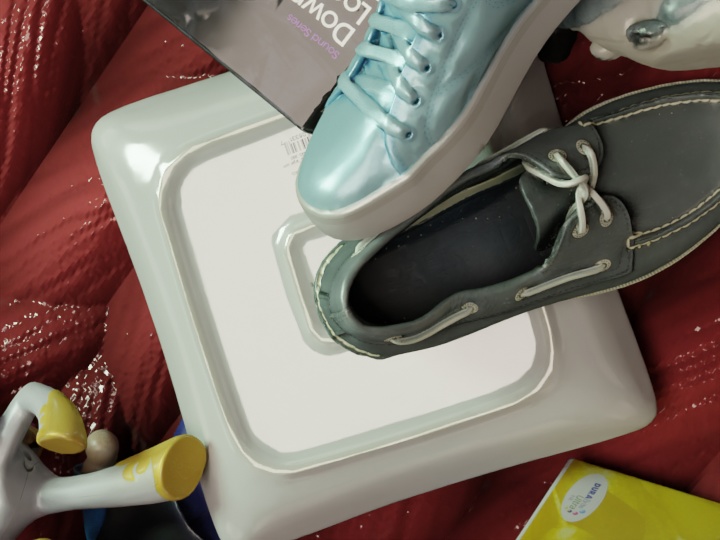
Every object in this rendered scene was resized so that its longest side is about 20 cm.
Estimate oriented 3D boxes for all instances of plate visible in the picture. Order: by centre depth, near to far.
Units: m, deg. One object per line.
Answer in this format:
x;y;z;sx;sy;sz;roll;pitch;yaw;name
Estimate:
0.000;0.000;1.123;0.199;0.032;0.200;-18;89;14;plate

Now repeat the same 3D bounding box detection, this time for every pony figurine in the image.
-0.174;0.130;1.185;0.200;0.167;0.193;9;71;53;pony figurine

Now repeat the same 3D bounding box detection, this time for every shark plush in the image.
0.133;-0.120;1.060;0.200;0.091;0.083;-11;74;38;shark plush

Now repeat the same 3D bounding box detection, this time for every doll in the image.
-0.067;0.116;1.207;0.136;0.048;0.200;48;117;7;doll

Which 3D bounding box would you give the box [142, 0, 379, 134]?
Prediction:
-0.014;-0.176;1.089;0.143;0.036;0.200;39;100;12;box

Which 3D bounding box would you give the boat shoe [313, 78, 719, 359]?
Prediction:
0.076;-0.019;1.060;0.200;0.062;0.073;-23;90;0;boat shoe

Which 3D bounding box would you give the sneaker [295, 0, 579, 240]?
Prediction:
0.028;-0.107;1.029;0.200;0.082;0.074;-54;42;0;sneaker

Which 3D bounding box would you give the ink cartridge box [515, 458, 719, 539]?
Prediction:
0.134;0.169;1.042;0.200;0.198;0.047;13;127;23;ink cartridge box
